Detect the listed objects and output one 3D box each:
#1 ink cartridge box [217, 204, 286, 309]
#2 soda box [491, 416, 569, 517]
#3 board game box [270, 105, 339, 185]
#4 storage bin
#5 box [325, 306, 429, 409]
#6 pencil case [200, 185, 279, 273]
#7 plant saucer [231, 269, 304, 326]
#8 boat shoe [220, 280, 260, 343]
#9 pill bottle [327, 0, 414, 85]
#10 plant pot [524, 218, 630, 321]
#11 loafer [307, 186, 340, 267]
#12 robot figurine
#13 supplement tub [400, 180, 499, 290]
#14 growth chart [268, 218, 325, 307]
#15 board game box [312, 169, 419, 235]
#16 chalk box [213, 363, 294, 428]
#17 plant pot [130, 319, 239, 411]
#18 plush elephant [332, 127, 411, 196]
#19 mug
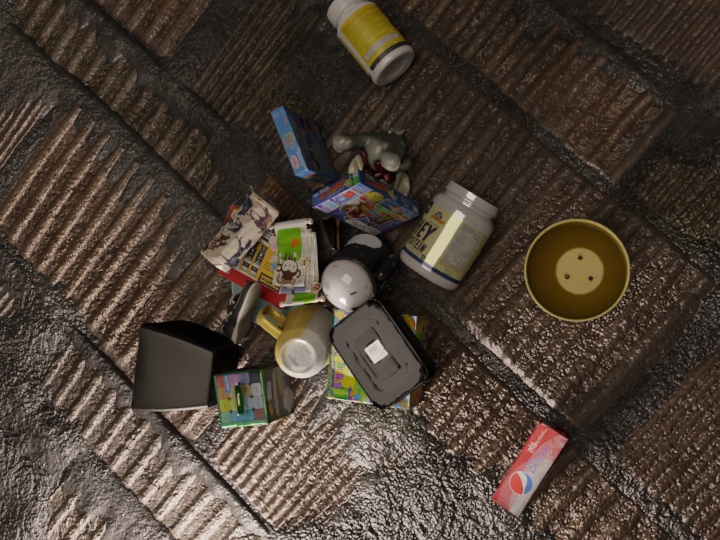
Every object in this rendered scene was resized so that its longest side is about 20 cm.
[{"bbox_3d":[-0.234,-0.029,1.810,0.200,0.084,0.176,27,97,17],"label":"ink cartridge box"},{"bbox_3d":[0.359,0.412,1.658,0.070,0.063,0.200,32,99,16],"label":"soda box"},{"bbox_3d":[-0.119,-0.273,1.755,0.037,0.200,0.152,-24,82,17],"label":"board game box"},{"bbox_3d":[0.046,0.169,1.624,0.135,0.094,0.200,-38,79,13],"label":"storage bin"},{"bbox_3d":[0.040,0.187,1.736,0.192,0.122,0.201,6,91,18],"label":"box"},{"bbox_3d":[-0.268,-0.086,1.738,0.200,0.078,0.089,-48,60,9],"label":"pencil case"},{"bbox_3d":[-0.208,0.032,1.865,0.200,0.039,0.202,0,89,18],"label":"plant saucer"},{"bbox_3d":[-0.279,0.088,1.813,0.060,0.074,0.200,34,139,11],"label":"boat shoe"},{"bbox_3d":[0.020,-0.523,1.757,0.114,0.114,0.200,-40,78,14],"label":"pill bottle"},{"bbox_3d":[0.441,-0.001,1.595,0.199,0.142,0.201,0,90,19],"label":"plant pot"},{"bbox_3d":[-0.072,-0.106,1.778,0.072,0.073,0.201,-29,56,41],"label":"loafer"},{"bbox_3d":[0.000,0.002,1.711,0.125,0.200,0.150,34,134,6],"label":"robot figurine"},{"bbox_3d":[0.192,-0.075,1.678,0.145,0.145,0.200,33,99,16],"label":"supplement tub"},{"bbox_3d":[-0.143,-0.017,1.702,0.144,0.018,0.201,-16,76,33],"label":"growth chart"},{"bbox_3d":[0.013,-0.140,1.695,0.135,0.200,0.035,-24,58,34],"label":"board game box"},{"bbox_3d":[-0.249,0.284,1.789,0.123,0.200,0.125,-8,86,18],"label":"chalk box"},{"bbox_3d":[-0.396,0.230,1.839,0.177,0.200,0.200,7,91,18],"label":"plant pot"},{"bbox_3d":[0.036,-0.222,1.735,0.164,0.200,0.155,21,119,19],"label":"plush elephant"},{"bbox_3d":[-0.141,0.166,1.759,0.186,0.153,0.150,5,103,6],"label":"mug"}]
